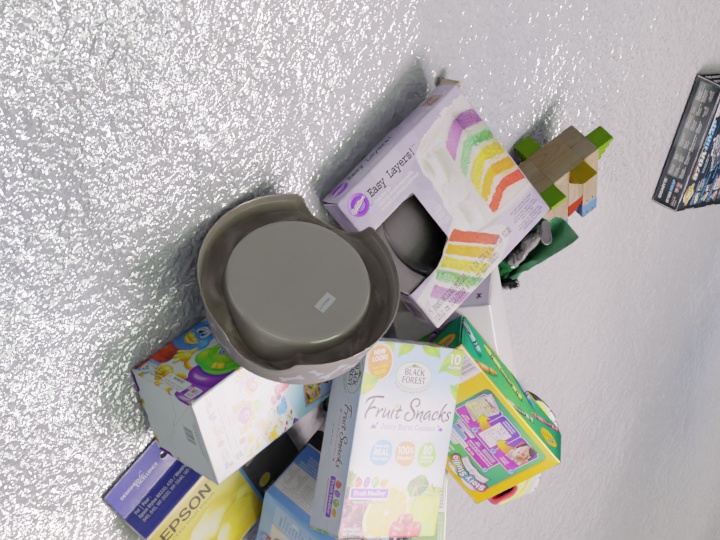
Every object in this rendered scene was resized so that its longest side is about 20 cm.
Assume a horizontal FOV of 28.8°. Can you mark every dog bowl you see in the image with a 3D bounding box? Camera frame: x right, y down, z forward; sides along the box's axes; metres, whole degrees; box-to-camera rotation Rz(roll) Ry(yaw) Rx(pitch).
[{"bbox_3d":[-0.063,0.022,1.365,0.199,0.200,0.059,-36,159,-30],"label":"dog bowl"}]

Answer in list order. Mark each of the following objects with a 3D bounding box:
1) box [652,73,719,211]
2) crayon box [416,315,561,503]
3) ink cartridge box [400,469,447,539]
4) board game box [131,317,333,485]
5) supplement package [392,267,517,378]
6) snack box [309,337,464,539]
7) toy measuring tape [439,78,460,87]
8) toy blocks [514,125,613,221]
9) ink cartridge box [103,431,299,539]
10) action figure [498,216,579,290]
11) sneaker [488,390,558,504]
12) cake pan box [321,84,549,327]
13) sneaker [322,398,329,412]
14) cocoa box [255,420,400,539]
[{"bbox_3d":[0.525,-0.192,2.103,0.158,0.046,0.202,-11,124,-49],"label":"box"},{"bbox_3d":[0.124,0.160,1.582,0.200,0.118,0.059,49,27,-22],"label":"crayon box"},{"bbox_3d":[0.068,0.282,1.714,0.200,0.047,0.148,-133,-135,-83],"label":"ink cartridge box"},{"bbox_3d":[-0.114,0.102,1.419,0.199,0.102,0.106,-36,129,-31],"label":"board game box"},{"bbox_3d":[0.114,0.092,1.645,0.118,0.115,0.202,-75,157,-55],"label":"supplement package"},{"bbox_3d":[0.028,0.173,1.453,0.141,0.053,0.203,8,91,-43],"label":"snack box"},{"bbox_3d":[0.086,-0.108,1.565,0.073,0.073,0.203,-22,125,-43],"label":"toy measuring tape"},{"bbox_3d":[0.226,-0.085,1.761,0.199,0.100,0.137,-36,150,-14],"label":"toy blocks"},{"bbox_3d":[-0.161,0.226,1.521,0.198,0.047,0.201,-49,147,-16],"label":"ink cartridge box"},{"bbox_3d":[0.166,-0.012,1.702,0.055,0.117,0.200,-64,-174,-33],"label":"action figure"},{"bbox_3d":[0.227,0.265,2.035,0.090,0.078,0.202,-25,134,-37],"label":"sneaker"},{"bbox_3d":[0.081,-0.067,1.515,0.200,0.052,0.185,-44,107,-14],"label":"cake pan box"},{"bbox_3d":[0.011,0.160,1.678,0.098,0.071,0.200,-42,159,6],"label":"sneaker"},{"bbox_3d":[-0.030,0.283,1.600,0.131,0.133,0.201,-46,165,-28],"label":"cocoa box"}]
